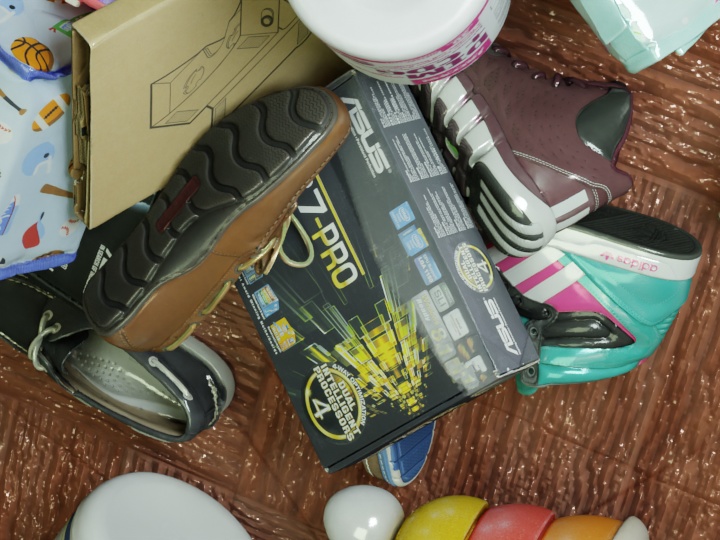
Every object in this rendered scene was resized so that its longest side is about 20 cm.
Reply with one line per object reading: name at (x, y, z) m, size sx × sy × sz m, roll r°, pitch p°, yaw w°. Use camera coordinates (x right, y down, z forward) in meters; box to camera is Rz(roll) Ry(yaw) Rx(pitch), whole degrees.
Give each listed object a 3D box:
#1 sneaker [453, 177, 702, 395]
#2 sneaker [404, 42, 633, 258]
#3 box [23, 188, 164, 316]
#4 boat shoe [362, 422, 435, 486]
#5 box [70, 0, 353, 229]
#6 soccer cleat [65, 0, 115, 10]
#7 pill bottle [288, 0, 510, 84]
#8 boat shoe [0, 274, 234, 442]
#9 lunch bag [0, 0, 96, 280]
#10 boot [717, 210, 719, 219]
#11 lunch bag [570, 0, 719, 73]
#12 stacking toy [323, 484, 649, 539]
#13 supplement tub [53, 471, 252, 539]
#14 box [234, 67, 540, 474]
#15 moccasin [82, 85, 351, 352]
sneaker at (0.097, 0.010, 1.578) m, size 0.200 × 0.084 × 0.121 m, roll 19°, pitch 113°, yaw 16°
sneaker at (0.092, -0.105, 1.534) m, size 0.200 × 0.115 × 0.076 m, roll 60°, pitch 162°, yaw 23°
box at (-0.172, -0.096, 1.625) m, size 0.164 × 0.086 × 0.200 m, roll 33°, pitch 122°, yaw 13°
boat shoe at (-0.002, 0.038, 1.642) m, size 0.072 × 0.072 × 0.200 m, roll -1°, pitch 103°, yaw 29°
box at (-0.080, -0.124, 1.495) m, size 0.021 × 0.200 × 0.164 m, roll 45°, pitch 151°, yaw 25°
soccer cleat at (-0.139, -0.201, 1.512) m, size 0.067 × 0.200 × 0.077 m, roll 26°, pitch 110°, yaw -17°
pill bottle at (0.023, -0.159, 1.395) m, size 0.113 × 0.200 × 0.114 m, roll 0°, pitch 89°, yaw 7°
boat shoe at (-0.181, 0.051, 1.723) m, size 0.200 × 0.060 × 0.074 m, roll 30°, pitch 123°, yaw 7°
lunch bag at (-0.243, -0.115, 1.536) m, size 0.200 × 0.124 × 0.170 m, roll 45°, pitch 126°, yaw 26°
boot at (0.294, -0.075, 1.458) m, size 0.150 × 0.073 × 0.200 m, roll 23°, pitch 126°, yaw 11°
lunch bag at (0.139, -0.205, 1.384) m, size 0.122 × 0.200 × 0.170 m, roll -31°, pitch 98°, yaw 31°
stacking toy at (0.069, 0.189, 1.634) m, size 0.200 × 0.146 × 0.146 m, roll 23°, pitch 121°, yaw 13°
supplement tub at (-0.168, 0.248, 1.761) m, size 0.145 × 0.145 × 0.200 m, roll 39°, pitch 123°, yaw 1°
box at (0.000, 0.000, 1.549) m, size 0.161 × 0.049 × 0.200 m, roll -31°, pitch 81°, yaw 40°
moccasin at (-0.074, -0.026, 1.526) m, size 0.201 × 0.078 × 0.074 m, roll -52°, pitch 48°, yaw 16°
